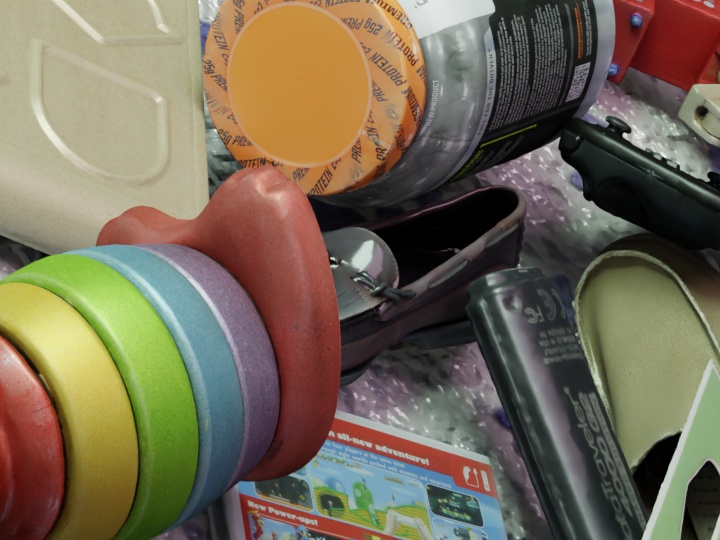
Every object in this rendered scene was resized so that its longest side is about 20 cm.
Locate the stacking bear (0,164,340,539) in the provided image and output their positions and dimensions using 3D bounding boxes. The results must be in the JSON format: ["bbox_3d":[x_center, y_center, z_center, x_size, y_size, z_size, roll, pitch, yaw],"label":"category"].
[{"bbox_3d":[-0.112,0.048,0.985,0.199,0.121,0.114,-20,92,-42],"label":"stacking bear"}]

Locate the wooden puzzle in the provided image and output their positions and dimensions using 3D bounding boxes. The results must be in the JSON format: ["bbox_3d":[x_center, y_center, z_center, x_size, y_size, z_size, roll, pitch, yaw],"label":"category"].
[{"bbox_3d":[-0.148,-0.092,1.149,0.185,0.046,0.201,23,45,-27],"label":"wooden puzzle"}]

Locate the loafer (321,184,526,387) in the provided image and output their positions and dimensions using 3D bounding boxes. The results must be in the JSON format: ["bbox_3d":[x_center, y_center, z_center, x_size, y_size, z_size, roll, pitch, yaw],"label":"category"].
[{"bbox_3d":[0.000,0.000,1.170,0.072,0.063,0.200,36,27,27],"label":"loafer"}]

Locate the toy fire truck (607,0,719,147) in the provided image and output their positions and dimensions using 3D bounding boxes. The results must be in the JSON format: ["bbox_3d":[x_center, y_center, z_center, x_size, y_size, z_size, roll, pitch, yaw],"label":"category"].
[{"bbox_3d":[0.192,-0.084,1.421,0.199,0.049,0.141,22,26,-6],"label":"toy fire truck"}]

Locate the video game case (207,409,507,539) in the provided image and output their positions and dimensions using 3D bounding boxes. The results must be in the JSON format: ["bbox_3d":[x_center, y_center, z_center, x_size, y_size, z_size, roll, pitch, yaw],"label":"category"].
[{"bbox_3d":[0.009,0.138,1.087,0.142,0.017,0.201,19,42,-31],"label":"video game case"}]

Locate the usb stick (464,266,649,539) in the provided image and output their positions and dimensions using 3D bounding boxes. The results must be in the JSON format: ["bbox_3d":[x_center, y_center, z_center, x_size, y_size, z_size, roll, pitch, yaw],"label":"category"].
[{"bbox_3d":[0.094,0.094,1.168,0.055,0.033,0.201,-5,70,-54],"label":"usb stick"}]

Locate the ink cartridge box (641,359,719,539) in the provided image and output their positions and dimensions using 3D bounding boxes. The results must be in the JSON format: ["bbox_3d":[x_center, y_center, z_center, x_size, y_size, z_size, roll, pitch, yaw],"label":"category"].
[{"bbox_3d":[0.146,0.158,1.113,0.201,0.048,0.146,60,31,-19],"label":"ink cartridge box"}]

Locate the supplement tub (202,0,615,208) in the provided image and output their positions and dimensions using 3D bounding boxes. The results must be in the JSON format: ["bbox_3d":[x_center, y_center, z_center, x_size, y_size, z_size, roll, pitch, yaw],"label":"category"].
[{"bbox_3d":[0.021,-0.096,1.234,0.123,0.123,0.200,50,28,9],"label":"supplement tub"}]

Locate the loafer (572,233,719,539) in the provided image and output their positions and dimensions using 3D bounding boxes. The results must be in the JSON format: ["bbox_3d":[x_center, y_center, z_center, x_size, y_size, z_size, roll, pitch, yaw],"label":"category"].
[{"bbox_3d":[0.145,0.068,1.246,0.067,0.076,0.201,8,48,-48],"label":"loafer"}]

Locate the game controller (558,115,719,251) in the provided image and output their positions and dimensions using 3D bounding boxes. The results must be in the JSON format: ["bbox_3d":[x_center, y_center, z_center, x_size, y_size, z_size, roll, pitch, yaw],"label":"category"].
[{"bbox_3d":[0.162,-0.030,1.325,0.104,0.042,0.200,21,2,24],"label":"game controller"}]
